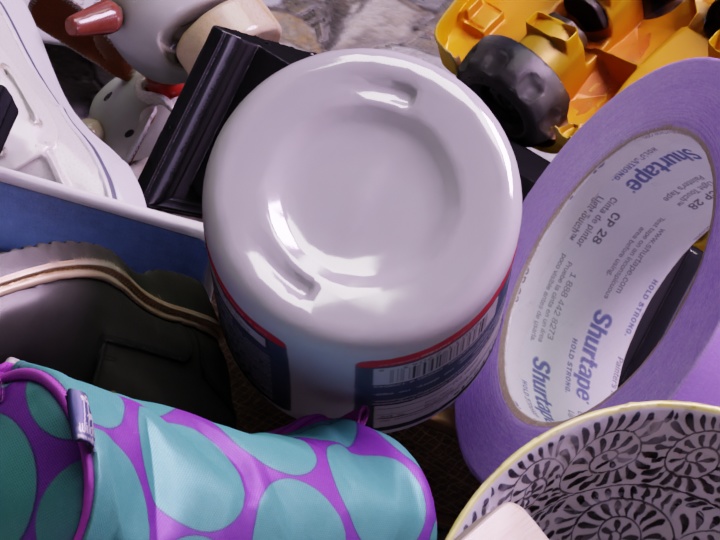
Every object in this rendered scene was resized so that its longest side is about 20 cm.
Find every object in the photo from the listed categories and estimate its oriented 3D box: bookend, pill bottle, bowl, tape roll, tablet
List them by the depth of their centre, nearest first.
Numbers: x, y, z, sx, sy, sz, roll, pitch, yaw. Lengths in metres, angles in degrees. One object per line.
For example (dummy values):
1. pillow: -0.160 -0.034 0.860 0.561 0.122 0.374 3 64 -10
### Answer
1. bowl: 0.104 0.156 1.039 0.200 0.202 0.094 4 -15 -14
2. pill bottle: 0.000 0.000 1.105 0.119 0.120 0.200 18 -16 4
3. tape roll: 0.124 0.015 1.142 0.065 0.200 0.200 28 22 -24
4. tablet: -0.162 -0.003 1.191 0.199 0.130 0.014 16 48 0
5. bookend: 0.036 -0.016 1.285 0.200 0.092 0.199 32 11 28

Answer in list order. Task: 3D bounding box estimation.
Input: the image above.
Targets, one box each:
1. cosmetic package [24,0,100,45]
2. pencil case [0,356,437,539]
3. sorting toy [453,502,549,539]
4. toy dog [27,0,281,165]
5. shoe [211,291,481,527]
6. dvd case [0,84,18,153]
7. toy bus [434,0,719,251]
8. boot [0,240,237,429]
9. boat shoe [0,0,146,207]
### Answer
1. cosmetic package: -0.160 -0.208 1.479 0.199 0.166 0.165 6 9 -17
2. pencil case: -0.061 0.084 0.986 0.200 0.085 0.093 15 59 -50
3. sorting toy: 0.067 0.190 0.892 0.199 0.070 0.200 51 45 2
4. toy dog: -0.112 -0.100 1.349 0.096 0.200 0.132 -23 54 -26
5. shoe: -0.015 0.049 1.236 0.200 0.070 0.053 30 30 10
6. dvd case: -0.208 -0.004 1.051 0.142 0.018 0.200 -22 21 12
7. toy bus: 0.150 -0.068 1.431 0.200 0.192 0.136 32 67 25
8. boot: -0.092 0.068 1.063 0.200 0.077 0.139 3 58 -58
9. boat shoe: -0.161 -0.056 1.247 0.070 0.071 0.200 2 51 -47
